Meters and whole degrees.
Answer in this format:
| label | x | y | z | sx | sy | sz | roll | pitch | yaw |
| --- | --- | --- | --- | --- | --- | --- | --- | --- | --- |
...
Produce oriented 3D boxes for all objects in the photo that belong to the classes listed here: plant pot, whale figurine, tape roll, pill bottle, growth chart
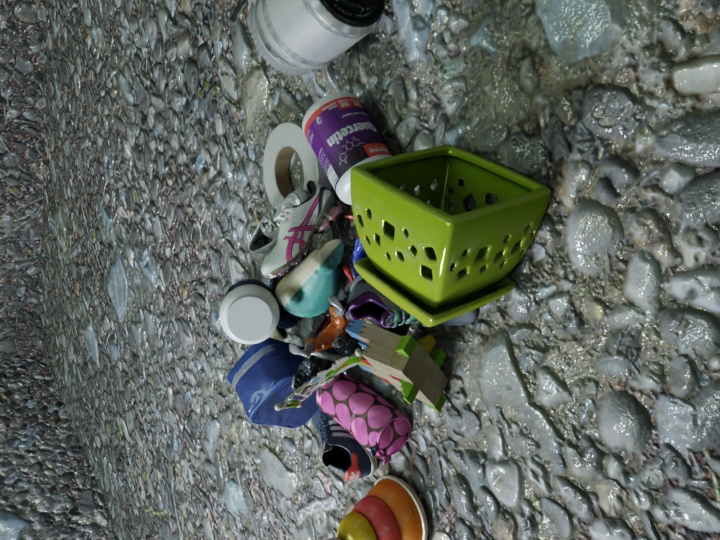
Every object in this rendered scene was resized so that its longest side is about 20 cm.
| label | x | y | z | sx | sy | sz | roll | pitch | yaw |
| --- | --- | --- | --- | --- | --- | --- | --- | --- | --- |
| plant pot | 0.111 | -0.046 | 0.896 | 0.199 | 0.199 | 0.182 | 36 | 131 | 40 |
| whale figurine | -0.076 | 0.017 | 1.196 | 0.104 | 0.159 | 0.200 | 43 | 145 | -4 |
| tape roll | -0.127 | -0.191 | 1.283 | 0.202 | 0.037 | 0.204 | 17 | 112 | 50 |
| pill bottle | -0.010 | -0.189 | 1.073 | 0.201 | 0.112 | 0.113 | 61 | 139 | 21 |
| growth chart | -0.063 | 0.192 | 1.148 | 0.200 | 0.145 | 0.018 | -35 | 75 | 11 |
| pill bottle | -0.210 | 0.078 | 1.230 | 0.200 | 0.111 | 0.112 | -161 | 63 | -79 |

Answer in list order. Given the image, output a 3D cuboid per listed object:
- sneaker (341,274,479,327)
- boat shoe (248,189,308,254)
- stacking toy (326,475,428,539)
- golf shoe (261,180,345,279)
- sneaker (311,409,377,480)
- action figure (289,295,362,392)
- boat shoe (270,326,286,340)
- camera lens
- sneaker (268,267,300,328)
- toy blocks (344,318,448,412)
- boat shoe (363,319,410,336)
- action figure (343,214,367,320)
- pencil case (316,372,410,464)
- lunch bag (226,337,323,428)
| label | x | y | z | sx | sy | sz | roll | pitch | yaw |
| --- | --- | --- | --- | --- | --- | --- | --- | --- | --- |
| sneaker | 0.074 | 0.065 | 0.967 | 0.199 | 0.088 | 0.075 | 9 | 126 | 13 |
| boat shoe | -0.162 | -0.086 | 1.272 | 0.200 | 0.065 | 0.074 | -49 | 62 | 47 |
| stacking toy | 0.007 | 0.461 | 1.145 | 0.146 | 0.199 | 0.147 | 16 | 111 | 49 |
| golf shoe | -0.120 | -0.072 | 1.174 | 0.092 | 0.200 | 0.073 | 43 | 161 | -11 |
| sneaker | -0.056 | 0.337 | 1.286 | 0.200 | 0.084 | 0.075 | 34 | 124 | 42 |
| action figure | -0.054 | 0.144 | 1.167 | 0.104 | 0.193 | 0.201 | 26 | 85 | 23 |
| boat shoe | -0.231 | 0.103 | 1.443 | 0.201 | 0.063 | 0.073 | 43 | 174 | 41 |
| camera lens | -0.071 | -0.423 | 1.052 | 0.200 | 0.159 | 0.161 | -16 | 86 | 52 |
| sneaker | -0.161 | 0.024 | 1.350 | 0.082 | 0.073 | 0.201 | 40 | 128 | 38 |
| toy blocks | 0.050 | 0.144 | 1.037 | 0.136 | 0.200 | 0.100 | 19 | 70 | 36 |
| boat shoe | 0.059 | 0.059 | 1.085 | 0.073 | 0.063 | 0.201 | 27 | 134 | -1 |
| action figure | 0.000 | 0.000 | 1.149 | 0.051 | 0.065 | 0.201 | -2 | 98 | 20 |
| pencil case | -0.002 | 0.266 | 1.201 | 0.200 | 0.090 | 0.094 | 31 | 122 | 47 |
| lunch bag | -0.156 | 0.219 | 1.303 | 0.136 | 0.200 | 0.132 | -47 | 54 | 11 |
